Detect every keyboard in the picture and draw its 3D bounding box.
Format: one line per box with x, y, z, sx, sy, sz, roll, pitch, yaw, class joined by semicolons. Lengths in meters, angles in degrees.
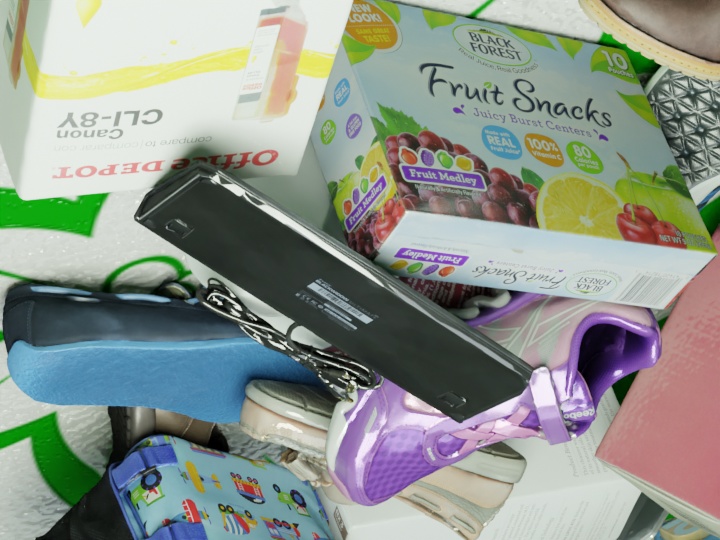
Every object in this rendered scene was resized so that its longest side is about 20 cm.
0.194;0.145;1.640;0.056;0.011;0.200;-34;-176;28;keyboard
-0.019;0.016;1.211;0.199;0.021;0.127;33;149;-18;keyboard

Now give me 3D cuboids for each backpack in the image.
-0.076;0.213;1.405;0.182;0.201;0.135;23;119;-40;backpack

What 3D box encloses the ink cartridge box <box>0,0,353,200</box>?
-0.083;-0.128;1.138;0.144;0.084;0.201;-6;145;-20;ink cartridge box

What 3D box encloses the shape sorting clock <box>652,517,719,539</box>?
0.207;0.194;1.552;0.198;0.200;0.040;-16;107;-7;shape sorting clock

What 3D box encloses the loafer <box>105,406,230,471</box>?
-0.110;0.123;1.493;0.070;0.073;0.201;-10;146;-13;loafer

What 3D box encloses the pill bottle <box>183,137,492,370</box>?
0.000;0.000;1.340;0.114;0.115;0.200;-33;146;19;pill bottle

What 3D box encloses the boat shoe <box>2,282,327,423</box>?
-0.100;0.032;1.379;0.199;0.069;0.084;12;131;-37;boat shoe

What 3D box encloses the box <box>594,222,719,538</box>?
0.247;0.061;1.482;0.128;0.109;0.201;36;82;-53;box

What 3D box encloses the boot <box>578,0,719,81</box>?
0.221;-0.177;1.271;0.198;0.073;0.167;9;122;-21;boot

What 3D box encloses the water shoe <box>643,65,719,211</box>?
0.170;-0.066;1.394;0.200;0.071;0.079;-51;-177;16;water shoe

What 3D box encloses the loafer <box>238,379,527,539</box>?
0.011;0.111;1.407;0.199;0.072;0.063;16;100;-40;loafer

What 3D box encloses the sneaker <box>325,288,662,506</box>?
0.075;0.060;1.299;0.200;0.088;0.081;-35;142;-12;sneaker

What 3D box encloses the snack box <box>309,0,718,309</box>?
0.070;-0.059;1.266;0.199;0.143;0.053;7;137;-36;snack box

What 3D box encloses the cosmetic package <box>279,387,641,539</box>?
0.062;0.117;1.545;0.198;0.113;0.081;-7;145;-17;cosmetic package
